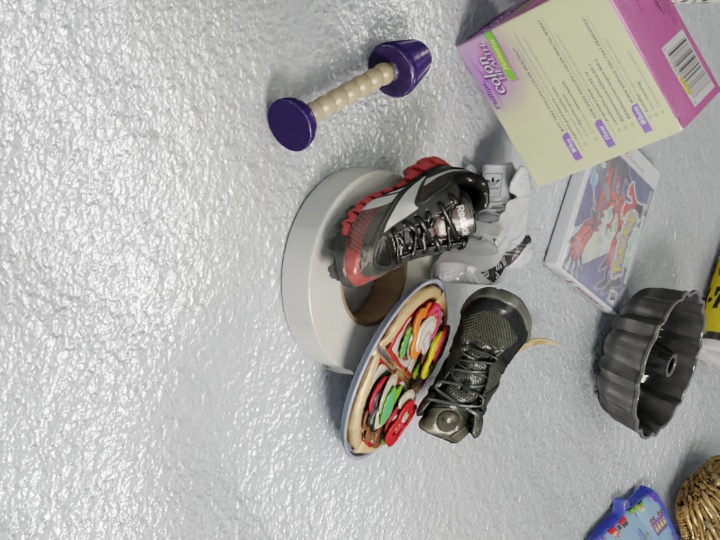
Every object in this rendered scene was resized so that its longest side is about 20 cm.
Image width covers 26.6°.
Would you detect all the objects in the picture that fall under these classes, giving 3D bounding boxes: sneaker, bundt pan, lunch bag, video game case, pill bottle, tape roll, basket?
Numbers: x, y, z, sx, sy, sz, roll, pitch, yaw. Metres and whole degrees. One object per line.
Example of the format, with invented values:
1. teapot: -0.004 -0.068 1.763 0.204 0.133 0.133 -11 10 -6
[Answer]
1. sneaker: 0.129 -0.052 1.608 0.200 0.075 0.115 -23 115 -63
2. bundt pan: 0.365 0.109 1.947 0.202 0.076 0.202 -36 136 -44
3. lunch bag: 0.370 0.397 2.043 0.151 0.094 0.200 -30 112 -42
4. sneaker: 0.052 -0.045 1.441 0.200 0.098 0.071 -38 128 -40
5. sneaker: 0.114 0.104 1.534 0.199 0.076 0.114 113 0 -53
6. video game case: 0.303 -0.067 1.884 0.182 0.023 0.200 33 72 -51
7. pill bottle: 0.549 0.038 2.156 0.114 0.114 0.200 36 70 -50
8. tape roll: 0.000 0.000 1.494 0.203 0.037 0.203 -16 110 -50
9. basket: 0.508 0.362 2.176 0.149 0.143 0.200 -52 160 17

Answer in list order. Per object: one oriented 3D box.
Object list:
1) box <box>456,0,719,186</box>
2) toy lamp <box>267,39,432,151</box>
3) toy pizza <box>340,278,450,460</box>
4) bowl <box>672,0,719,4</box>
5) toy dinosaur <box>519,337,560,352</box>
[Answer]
1. box: 0.233 -0.208 1.568 0.097 0.200 0.176 -42 104 -42
2. toy lamp: -0.003 -0.170 1.434 0.200 0.058 0.058 -34 124 -41
3. toy pizza: 0.043 0.103 1.524 0.200 0.032 0.200 -51 156 -33
4. bowl: 0.337 -0.379 1.739 0.094 0.201 0.201 -30 124 -22
5. toy dinosaur: 0.144 0.104 1.707 0.200 0.058 0.101 -41 144 -30
